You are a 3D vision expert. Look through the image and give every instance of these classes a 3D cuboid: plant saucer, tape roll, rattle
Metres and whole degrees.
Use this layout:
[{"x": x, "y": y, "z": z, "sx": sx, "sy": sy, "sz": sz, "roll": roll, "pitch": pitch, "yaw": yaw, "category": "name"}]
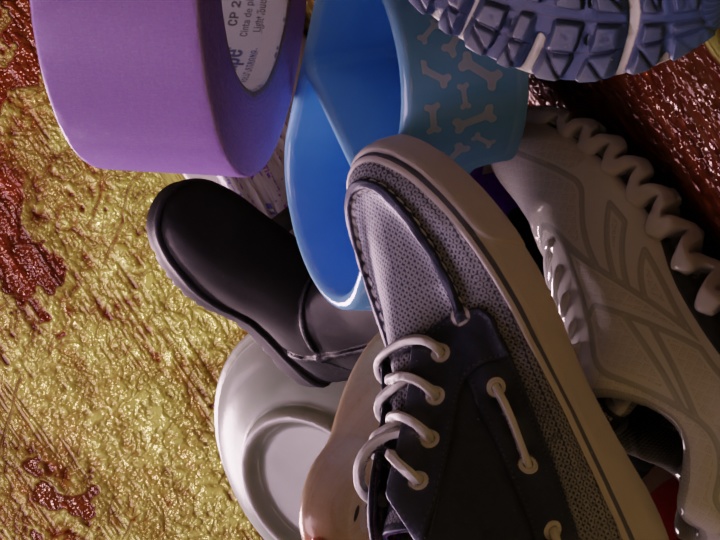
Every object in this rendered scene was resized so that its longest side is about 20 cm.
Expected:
[{"x": -0.019, "y": 0.126, "z": 1.092, "sx": 0.198, "sy": 0.050, "sz": 0.202, "roll": 15, "pitch": 119, "yaw": 28, "category": "plant saucer"}, {"x": -0.069, "y": -0.139, "z": 0.698, "sx": 0.200, "sy": 0.065, "sz": 0.203, "roll": 3, "pitch": -90, "yaw": -81, "category": "tape roll"}, {"x": 0.039, "y": 0.116, "z": 0.828, "sx": 0.142, "sy": 0.200, "sz": 0.131, "roll": 24, "pitch": 123, "yaw": 14, "category": "rattle"}]

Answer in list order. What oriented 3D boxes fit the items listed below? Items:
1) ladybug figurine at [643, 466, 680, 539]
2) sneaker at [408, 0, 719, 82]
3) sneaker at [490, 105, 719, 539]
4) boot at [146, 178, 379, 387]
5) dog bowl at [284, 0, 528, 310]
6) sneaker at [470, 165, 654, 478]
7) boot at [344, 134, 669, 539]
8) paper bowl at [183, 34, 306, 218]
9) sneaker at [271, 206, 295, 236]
[{"x": 0.100, "y": 0.153, "z": 0.843, "sx": 0.072, "sy": 0.199, "sz": 0.136, "roll": 48, "pitch": 150, "yaw": 13, "category": "ladybug figurine"}, {"x": 0.037, "y": -0.125, "z": 0.550, "sx": 0.199, "sy": 0.085, "sz": 0.078, "roll": 27, "pitch": 132, "yaw": 30, "category": "sneaker"}, {"x": 0.102, "y": 0.016, "z": 0.677, "sx": 0.200, "sy": 0.081, "sz": 0.075, "roll": 53, "pitch": 174, "yaw": 30, "category": "sneaker"}, {"x": 0.001, "y": 0.000, "z": 0.936, "sx": 0.199, "sy": 0.066, "sz": 0.165, "roll": -5, "pitch": 142, "yaw": 49, "category": "boot"}, {"x": 0.012, "y": -0.060, "z": 0.737, "sx": 0.201, "sy": 0.049, "sz": 0.112, "roll": 107, "pitch": 145, "yaw": -51, "category": "dog bowl"}, {"x": 0.091, "y": 0.017, "z": 0.787, "sx": 0.069, "sy": 0.099, "sz": 0.202, "roll": 20, "pitch": -129, "yaw": -44, "category": "sneaker"}, {"x": 0.031, "y": 0.050, "z": 0.640, "sx": 0.201, "sy": 0.090, "sz": 0.073, "roll": 59, "pitch": 148, "yaw": 8, "category": "boot"}, {"x": -0.078, "y": -0.110, "z": 1.158, "sx": 0.201, "sy": 0.104, "sz": 0.201, "roll": 55, "pitch": 172, "yaw": 11, "category": "paper bowl"}, {"x": 0.007, "y": 0.013, "z": 1.116, "sx": 0.108, "sy": 0.067, "sz": 0.201, "roll": 54, "pitch": -163, "yaw": 15, "category": "sneaker"}]
